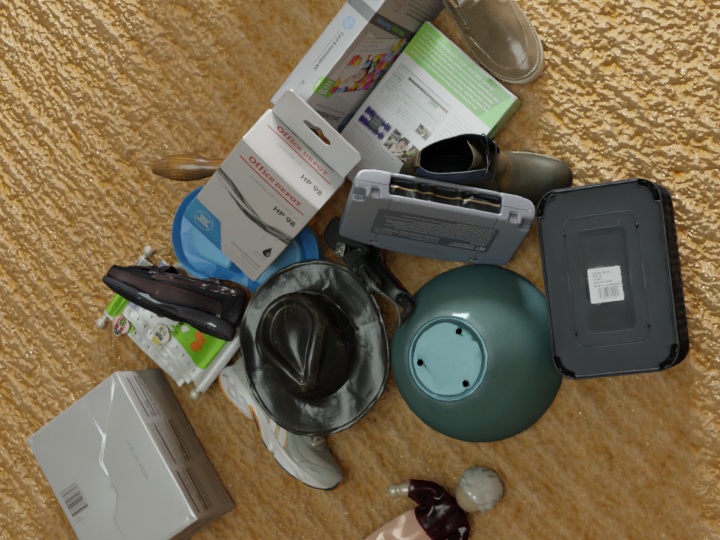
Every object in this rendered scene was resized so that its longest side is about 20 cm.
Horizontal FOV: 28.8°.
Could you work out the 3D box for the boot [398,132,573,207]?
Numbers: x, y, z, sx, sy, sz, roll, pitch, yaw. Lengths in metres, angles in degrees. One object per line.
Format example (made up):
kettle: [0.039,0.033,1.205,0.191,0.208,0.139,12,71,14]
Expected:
boot: [0.141,-0.105,1.525,0.197,0.097,0.076,-3,79,-3]

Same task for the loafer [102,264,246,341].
loafer: [-0.220,0.026,1.682,0.198,0.072,0.064,20,75,29]

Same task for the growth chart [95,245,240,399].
growth chart: [-0.226,0.059,1.723,0.199,0.018,0.146,35,101,25]

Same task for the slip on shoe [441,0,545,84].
slip on shoe: [0.135,-0.297,1.575,0.076,0.060,0.202,-32,79,17]

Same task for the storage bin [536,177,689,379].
storage bin: [0.271,0.010,1.505,0.133,0.094,0.203,-7,86,20]

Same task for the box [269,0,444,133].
box: [0.000,-0.246,1.576,0.041,0.156,0.200,44,103,16]

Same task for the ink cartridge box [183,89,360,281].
ink cartridge box: [-0.100,-0.092,1.545,0.116,0.067,0.200,42,136,-3]

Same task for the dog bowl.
dog bowl: [-0.130,-0.029,1.681,0.198,0.049,0.113,23,97,20]

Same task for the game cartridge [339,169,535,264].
game cartridge: [0.080,-0.054,1.537,0.197,0.134,0.041,10,63,-6]

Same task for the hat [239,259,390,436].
hat: [-0.062,0.085,1.579,0.198,0.081,0.204,-2,84,16]

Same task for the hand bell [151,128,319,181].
hand bell: [-0.152,-0.120,1.645,0.197,0.104,0.106,0,90,15]

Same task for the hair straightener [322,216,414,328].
hair straightener: [0.000,0.000,1.565,0.041,0.076,0.201,-57,37,20]

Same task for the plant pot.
plant pot: [0.114,0.095,1.542,0.197,0.134,0.203,0,90,21]

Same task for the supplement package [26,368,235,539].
supplement package: [-0.278,0.246,1.702,0.155,0.111,0.201,-35,77,16]

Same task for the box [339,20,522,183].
box: [0.070,-0.162,1.614,0.144,0.036,0.201,43,105,15]

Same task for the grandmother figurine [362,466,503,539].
grandmother figurine: [0.076,0.288,1.600,0.199,0.061,0.122,-35,105,14]

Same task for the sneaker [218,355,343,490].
sneaker: [-0.078,0.167,1.649,0.092,0.076,0.200,-45,76,10]
